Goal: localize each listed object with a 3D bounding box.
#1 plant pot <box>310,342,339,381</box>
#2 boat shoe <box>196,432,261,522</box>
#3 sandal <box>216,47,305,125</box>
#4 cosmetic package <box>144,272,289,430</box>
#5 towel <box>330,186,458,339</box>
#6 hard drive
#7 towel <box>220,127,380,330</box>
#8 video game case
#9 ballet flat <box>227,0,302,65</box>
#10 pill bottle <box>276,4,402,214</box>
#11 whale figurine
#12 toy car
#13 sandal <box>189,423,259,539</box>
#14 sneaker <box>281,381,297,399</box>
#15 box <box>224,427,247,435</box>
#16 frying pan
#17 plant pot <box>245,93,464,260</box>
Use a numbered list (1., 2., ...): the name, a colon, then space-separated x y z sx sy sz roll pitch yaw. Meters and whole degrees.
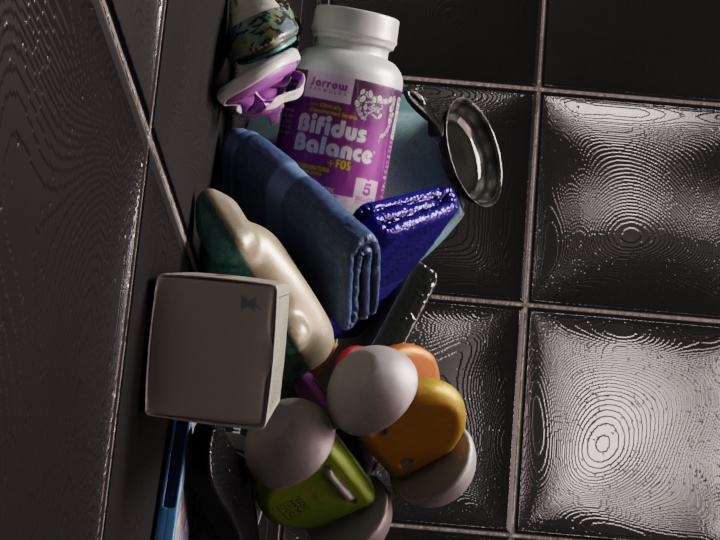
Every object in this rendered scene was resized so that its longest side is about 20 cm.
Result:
1. plant pot: -0.080 0.150 1.846 0.200 0.139 0.202 4 90 -89
2. boat shoe: -0.123 0.238 1.485 0.064 0.070 0.201 -87 -177 -56
3. sandal: -0.081 -0.158 1.471 0.050 0.082 0.203 57 1 -3
4. cosmetic package: -0.101 0.054 1.197 0.200 0.087 0.104 121 -25 -89
5. towel: 0.000 0.000 1.574 0.147 0.050 0.200 -23 157 -53
6. hard drive: 0.007 0.084 1.694 0.140 0.033 0.200 -61 -172 -27
7. towel: -0.055 -0.042 1.473 0.200 0.048 0.112 42 -35 34
8. video game case: -0.145 0.181 1.327 0.143 0.018 0.201 95 0 -56
9. ballet flat: -0.094 -0.226 1.490 0.200 0.074 0.075 -100 -165 -82
10. pill bottle: -0.020 -0.148 1.570 0.112 0.111 0.202 -78 178 -87
11. whale figurine: -0.100 0.020 1.383 0.159 0.103 0.200 56 -2 36
12. toy car: -0.009 0.139 1.429 0.175 0.199 0.150 53 6 -40
13. sandal: -0.120 0.193 1.352 0.201 0.048 0.076 76 15 -46
14. sneaker: -0.087 0.161 1.705 0.090 0.067 0.202 13 -60 63
15. box: -0.135 0.245 1.647 0.160 0.049 0.201 -82 178 -46
16. frying pan: 0.092 -0.119 1.645 0.190 0.031 0.116 -2 79 -58
17. plant pot: 0.000 -0.090 1.730 0.196 0.199 0.197 -85 153 -75
